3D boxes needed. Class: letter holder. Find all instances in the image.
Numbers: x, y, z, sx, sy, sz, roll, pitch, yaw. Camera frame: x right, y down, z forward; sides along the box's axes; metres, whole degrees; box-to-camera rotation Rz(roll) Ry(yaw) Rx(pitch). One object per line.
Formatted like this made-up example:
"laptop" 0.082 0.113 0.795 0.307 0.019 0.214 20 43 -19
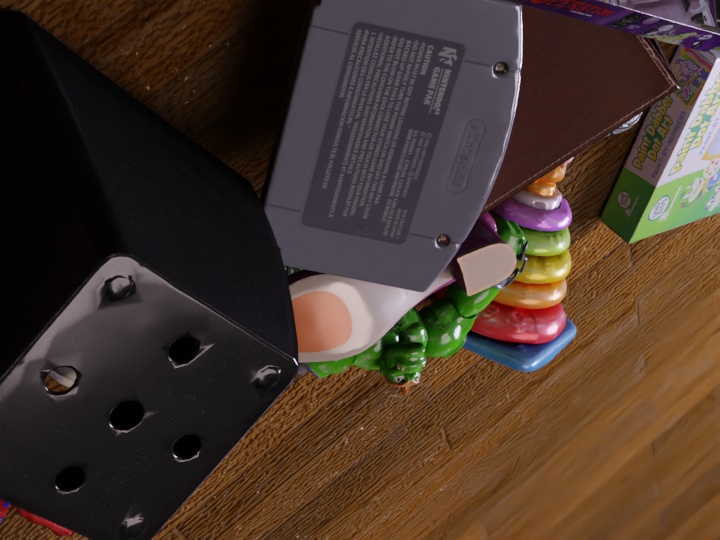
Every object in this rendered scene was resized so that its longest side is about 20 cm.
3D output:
"letter holder" 0.068 -0.130 0.889 0.200 0.101 0.142 -34 121 18

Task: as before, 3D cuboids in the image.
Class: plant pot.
"plant pot" -0.150 0.025 0.738 0.200 0.177 0.199 -47 131 7

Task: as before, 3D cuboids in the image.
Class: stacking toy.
"stacking toy" 0.130 -0.031 1.136 0.116 0.110 0.200 -28 138 -55

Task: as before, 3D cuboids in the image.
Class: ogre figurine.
"ogre figurine" 0.026 0.021 1.065 0.200 0.098 0.120 -22 136 -40

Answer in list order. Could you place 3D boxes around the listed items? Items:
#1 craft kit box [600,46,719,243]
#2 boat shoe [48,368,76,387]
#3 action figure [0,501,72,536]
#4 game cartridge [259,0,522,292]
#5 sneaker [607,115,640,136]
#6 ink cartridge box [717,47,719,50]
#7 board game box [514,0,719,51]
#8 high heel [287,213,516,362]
"craft kit box" 0.326 -0.132 1.285 0.197 0.049 0.200 -15 138 -35
"boat shoe" -0.135 0.039 0.931 0.200 0.060 0.072 10 133 -44
"action figure" -0.236 0.169 0.965 0.099 0.065 0.200 7 124 -42
"game cartridge" 0.019 -0.083 0.839 0.133 0.041 0.200 14 122 -7
"sneaker" 0.168 -0.145 1.021 0.200 0.085 0.078 33 74 -59
"ink cartridge box" 0.324 -0.260 1.028 0.200 0.147 0.146 -42 150 -3
"board game box" 0.146 -0.196 0.809 0.032 0.120 0.200 -21 166 40
"high heel" 0.000 0.000 0.963 0.200 0.096 0.067 -23 118 -7
